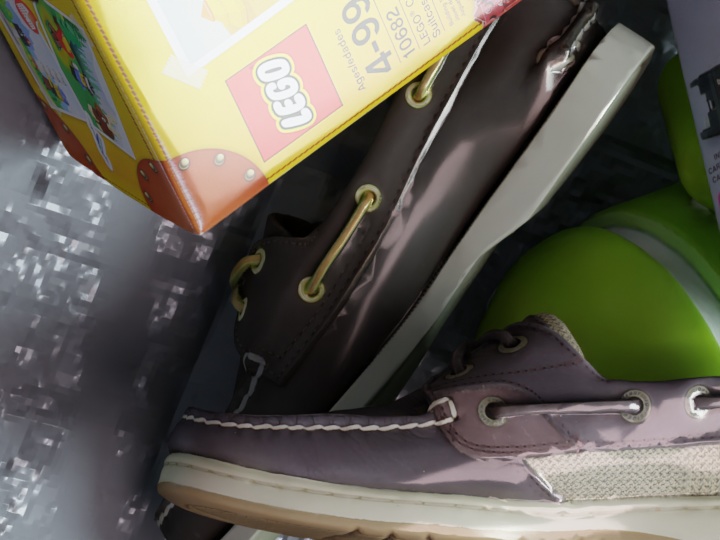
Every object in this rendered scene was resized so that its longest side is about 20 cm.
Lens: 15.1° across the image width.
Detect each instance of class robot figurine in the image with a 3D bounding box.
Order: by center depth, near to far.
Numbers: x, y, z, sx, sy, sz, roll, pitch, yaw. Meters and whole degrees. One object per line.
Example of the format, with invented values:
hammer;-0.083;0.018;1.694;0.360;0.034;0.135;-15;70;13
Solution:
robot figurine;0.121;0.026;0.828;0.200;0.116;0.176;-20;123;-26

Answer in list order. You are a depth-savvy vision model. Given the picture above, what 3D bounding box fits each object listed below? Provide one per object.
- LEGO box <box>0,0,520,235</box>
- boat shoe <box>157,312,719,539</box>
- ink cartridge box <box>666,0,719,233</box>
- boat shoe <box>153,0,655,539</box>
LEGO box;-0.041;-0.137;0.680;0.149;0.077;0.200;-37;125;-17
boat shoe;0.047;0.044;0.723;0.200;0.072;0.065;4;84;-4
ink cartridge box;0.144;-0.079;0.783;0.119;0.042;0.200;0;68;-32
boat shoe;0.000;0.000;0.774;0.061;0.072;0.201;38;98;4
